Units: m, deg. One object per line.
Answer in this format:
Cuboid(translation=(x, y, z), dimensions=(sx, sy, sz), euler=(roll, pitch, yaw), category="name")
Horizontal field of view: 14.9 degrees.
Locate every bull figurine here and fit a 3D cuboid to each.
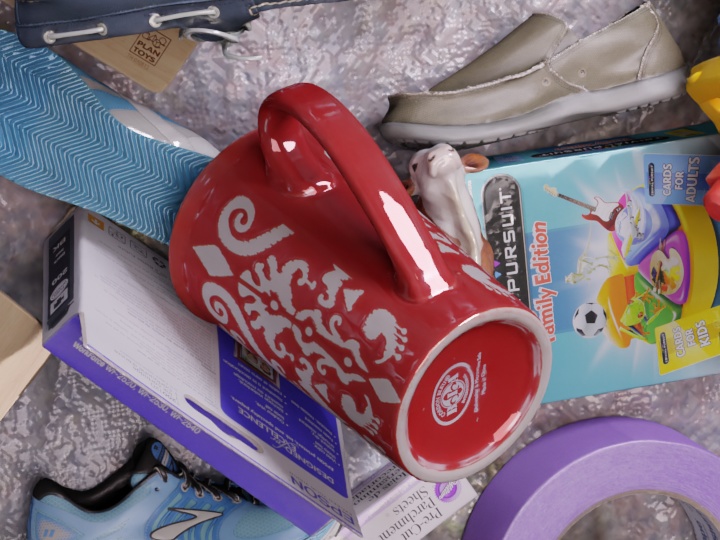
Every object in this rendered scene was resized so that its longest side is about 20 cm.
Cuboid(translation=(0.043, 0.025, 1.619), dimensions=(0.065, 0.122, 0.201), euler=(2, 126, -25), category="bull figurine")

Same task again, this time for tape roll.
Cuboid(translation=(0.163, 0.196, 1.733), dimensions=(0.199, 0.066, 0.202), euler=(-3, 100, -16), category="tape roll")

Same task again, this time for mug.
Cuboid(translation=(-0.007, 0.010, 1.502), dimensions=(0.133, 0.200, 0.178), euler=(-46, 139, -5), category="mug")

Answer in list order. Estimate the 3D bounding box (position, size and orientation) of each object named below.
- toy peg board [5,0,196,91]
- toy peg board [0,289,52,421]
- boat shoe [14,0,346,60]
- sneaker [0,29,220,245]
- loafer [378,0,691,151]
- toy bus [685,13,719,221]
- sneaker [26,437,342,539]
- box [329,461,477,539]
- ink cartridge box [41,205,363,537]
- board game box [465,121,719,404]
Cuboid(translation=(-0.143, -0.244, 1.554), dimensions=(0.199, 0.098, 0.200), euler=(31, 105, -18), category="toy peg board")
Cuboid(translation=(-0.306, 0.056, 1.568), dimensions=(0.199, 0.098, 0.200), euler=(38, 88, -3), category="toy peg board")
Cuboid(translation=(-0.091, -0.150, 1.498), dimensions=(0.198, 0.075, 0.062), euler=(-4, 111, -5), category="boat shoe")
Cuboid(translation=(-0.159, -0.074, 1.580), dimensions=(0.199, 0.081, 0.077), euler=(32, 92, -18), category="sneaker")
Cuboid(translation=(0.101, -0.117, 1.660), dimensions=(0.199, 0.075, 0.070), euler=(-14, 92, -18), category="loafer")
Cuboid(translation=(0.261, -0.110, 1.639), dimensions=(0.192, 0.135, 0.200), euler=(-45, 109, -28), category="toy bus")
Cuboid(translation=(-0.104, 0.143, 1.640), dimensions=(0.199, 0.078, 0.091), euler=(-9, 99, -15), category="sneaker")
Cuboid(translation=(-0.021, 0.178, 1.689), dimensions=(0.200, 0.039, 0.042), euler=(-36, 109, -7), category="box")
Cuboid(translation=(-0.092, 0.065, 1.563), dimensions=(0.198, 0.200, 0.043), euler=(36, 105, -19), category="ink cartridge box")
Cuboid(translation=(0.148, -0.003, 1.701), dimensions=(0.199, 0.047, 0.152), euler=(-9, 102, -15), category="board game box")
